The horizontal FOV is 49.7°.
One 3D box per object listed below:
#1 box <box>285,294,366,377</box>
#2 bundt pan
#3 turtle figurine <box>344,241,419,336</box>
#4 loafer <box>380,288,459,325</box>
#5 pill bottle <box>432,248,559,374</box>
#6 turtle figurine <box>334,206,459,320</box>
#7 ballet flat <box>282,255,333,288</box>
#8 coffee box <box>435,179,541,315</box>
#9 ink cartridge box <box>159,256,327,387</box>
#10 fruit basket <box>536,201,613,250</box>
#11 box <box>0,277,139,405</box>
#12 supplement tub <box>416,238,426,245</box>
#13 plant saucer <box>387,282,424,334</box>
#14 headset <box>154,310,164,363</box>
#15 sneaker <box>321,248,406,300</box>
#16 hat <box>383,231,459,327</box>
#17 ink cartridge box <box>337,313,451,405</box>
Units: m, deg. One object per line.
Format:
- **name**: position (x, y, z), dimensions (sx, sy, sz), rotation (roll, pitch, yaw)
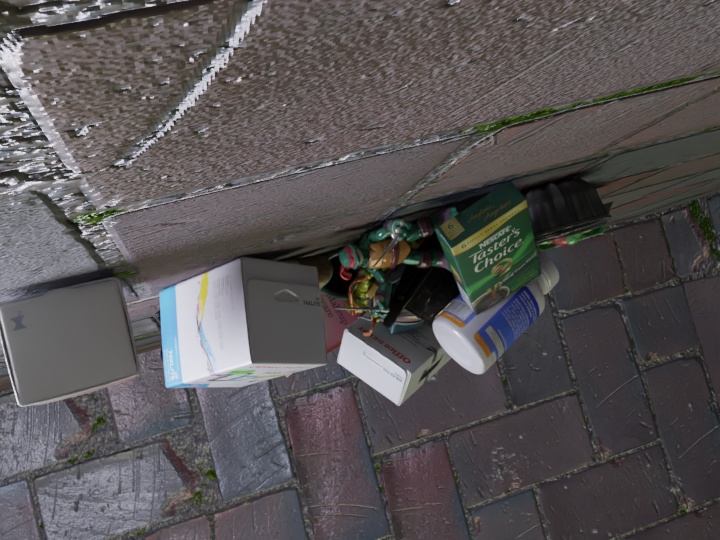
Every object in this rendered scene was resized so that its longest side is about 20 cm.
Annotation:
- **box**: position (-0.078, 0.088, 1.455), dimensions (0.199, 0.129, 0.109), rotation (-29, 172, -28)
- **bundt pan**: position (0.285, -0.089, 1.220), dimensions (0.199, 0.077, 0.202), rotation (-15, 176, -1)
- **turtle figurine**: position (0.024, 0.017, 1.228), dimensions (0.162, 0.064, 0.201), rotation (-49, 156, -16)
- **loafer**: position (0.118, 0.048, 1.333), dimensions (0.197, 0.072, 0.063), rotation (-1, 134, -8)
- **pill bottle**: position (0.216, 0.055, 1.212), dimensions (0.200, 0.112, 0.112), rotation (-42, -176, -16)
- **turtle figurine**: position (0.045, -0.024, 1.072), dimensions (0.198, 0.101, 0.151), rotation (-16, 137, -24)
- **ballet flat**: position (-0.136, 0.016, 1.233), dimensions (0.198, 0.069, 0.072), rotation (-14, 158, 38)
- **coffee box**: position (0.182, -0.025, 1.076), dimensions (0.122, 0.044, 0.200), rotation (-32, 145, -2)
- **ink cartridge box**: position (-0.170, 0.081, 1.118), dimensions (0.199, 0.148, 0.146), rotation (-20, 162, 40)
- **fruit basket**: position (0.381, -0.077, 1.457), dimensions (0.183, 0.095, 0.200), rotation (-18, -165, 25)
- **box**: position (-0.329, 0.087, 0.894), dimensions (0.126, 0.110, 0.200), rotation (-14, 176, -18)
- **supplement tub**: position (0.156, -0.011, 1.464), dimensions (0.121, 0.124, 0.200), rotation (-17, 175, 19)
- **plant saucer**: position (0.042, 0.033, 1.400), dimensions (0.069, 0.201, 0.019), rotation (-14, 137, -22)
- **headset**: position (-0.328, 0.106, 1.367), dimensions (0.093, 0.125, 0.200), rotation (10, -169, -8)
- **sneaker**: position (0.000, 0.000, 1.312), dimensions (0.197, 0.085, 0.121), rotation (-10, -176, -12)
- **hat**: position (0.117, 0.019, 1.239), dimensions (0.080, 0.202, 0.201), rotation (29, 171, -4)
- **ink cartridge box**: position (0.075, 0.128, 1.384), dimensions (0.199, 0.144, 0.084), rotation (-32, 146, -46)
